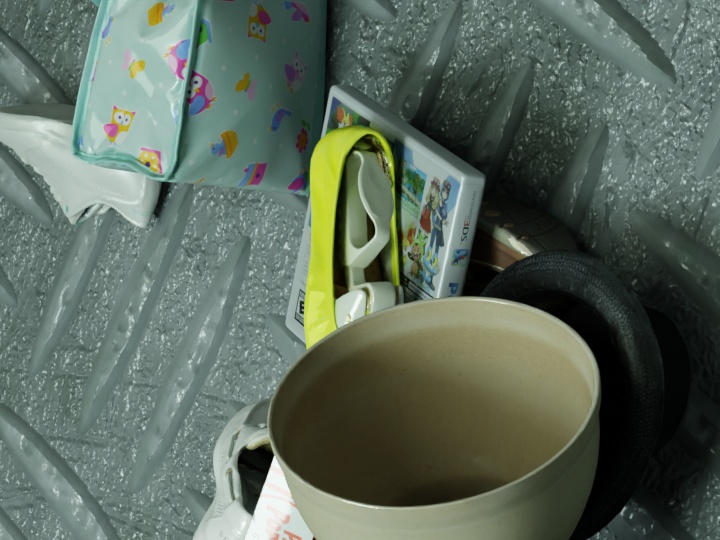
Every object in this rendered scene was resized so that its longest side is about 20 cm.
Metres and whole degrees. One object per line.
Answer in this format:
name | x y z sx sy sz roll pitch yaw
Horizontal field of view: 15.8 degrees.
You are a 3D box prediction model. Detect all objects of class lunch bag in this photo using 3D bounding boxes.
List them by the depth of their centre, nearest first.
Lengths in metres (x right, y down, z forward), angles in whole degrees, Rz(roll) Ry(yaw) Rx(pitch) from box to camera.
lunch bag | -0.108 -0.163 1.876 0.122 0.170 0.201 12 96 38

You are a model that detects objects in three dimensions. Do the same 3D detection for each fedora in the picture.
fedora | 0.145 0.081 1.654 0.200 0.091 0.202 3 94 52

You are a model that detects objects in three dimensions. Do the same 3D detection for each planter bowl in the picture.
planter bowl | 0.053 0.128 1.566 0.200 0.200 0.135 29 142 43

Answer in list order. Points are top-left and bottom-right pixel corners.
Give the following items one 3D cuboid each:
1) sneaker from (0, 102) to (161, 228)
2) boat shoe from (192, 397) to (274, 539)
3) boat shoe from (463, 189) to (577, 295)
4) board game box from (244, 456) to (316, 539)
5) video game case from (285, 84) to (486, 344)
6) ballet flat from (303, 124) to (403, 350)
sneaker | -0.235 -0.083 2.080 0.199 0.075 0.089 18 112 44
boat shoe | -0.065 0.142 1.828 0.069 0.071 0.200 -56 11 28
boat shoe | 0.074 -0.018 1.754 0.200 0.075 0.072 31 111 52
board game box | -0.025 0.161 1.754 0.046 0.200 0.152 24 108 13
video game case | 0.014 -0.010 1.755 0.200 0.022 0.183 39 122 56
ballet flat | 0.000 0.000 1.690 0.067 0.067 0.201 -22 67 57
